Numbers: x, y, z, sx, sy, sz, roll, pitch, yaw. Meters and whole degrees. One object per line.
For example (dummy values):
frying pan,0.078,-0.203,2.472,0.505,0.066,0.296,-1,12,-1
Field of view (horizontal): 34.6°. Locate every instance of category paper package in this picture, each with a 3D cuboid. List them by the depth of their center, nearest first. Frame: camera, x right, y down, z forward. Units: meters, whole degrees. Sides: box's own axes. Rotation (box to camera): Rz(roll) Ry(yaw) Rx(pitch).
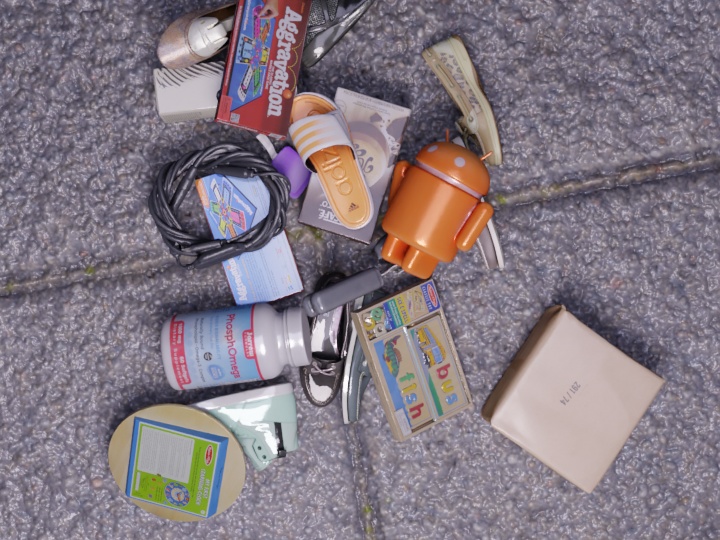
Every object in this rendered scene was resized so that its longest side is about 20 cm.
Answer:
paper package,0.302,0.184,1.666,0.190,0.103,0.201,35,88,-2

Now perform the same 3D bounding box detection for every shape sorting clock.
shape sorting clock,-0.260,0.273,1.642,0.198,0.039,0.201,4,116,9

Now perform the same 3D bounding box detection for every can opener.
can opener,0.000,0.000,1.633,0.199,0.053,0.067,-24,93,-33

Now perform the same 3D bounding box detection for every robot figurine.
robot figurine,0.103,-0.092,1.593,0.116,0.144,0.201,26,95,-18

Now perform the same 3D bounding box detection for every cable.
cable,-0.196,-0.099,1.639,0.199,0.051,0.164,-22,86,0

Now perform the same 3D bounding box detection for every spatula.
spatula,-0.138,-0.185,1.640,0.057,0.020,0.200,-53,127,-16

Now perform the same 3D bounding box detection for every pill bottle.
pill bottle,-0.173,0.104,1.627,0.198,0.109,0.110,-8,91,5

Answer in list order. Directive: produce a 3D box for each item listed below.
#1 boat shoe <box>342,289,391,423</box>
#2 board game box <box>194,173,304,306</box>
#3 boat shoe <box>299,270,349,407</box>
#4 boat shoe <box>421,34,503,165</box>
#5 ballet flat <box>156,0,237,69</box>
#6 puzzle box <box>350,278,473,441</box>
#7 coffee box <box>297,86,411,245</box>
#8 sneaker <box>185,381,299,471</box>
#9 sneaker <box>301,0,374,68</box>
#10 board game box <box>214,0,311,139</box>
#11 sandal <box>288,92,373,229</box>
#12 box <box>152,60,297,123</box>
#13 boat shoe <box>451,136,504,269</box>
boat shoe,0.010,0.124,1.667,0.061,0.073,0.202,8,85,0
board game box,-0.160,-0.050,1.676,0.102,0.019,0.201,-18,91,-4
boat shoe,-0.052,0.100,1.670,0.066,0.057,0.202,7,90,-3
boat shoe,0.152,-0.240,1.677,0.062,0.073,0.201,-22,81,3
ballet flat,-0.196,-0.340,1.610,0.200,0.067,0.068,-39,117,-34
puzzle box,0.077,0.128,1.658,0.132,0.025,0.201,-24,100,-24
coffee box,-0.009,-0.147,1.659,0.112,0.080,0.201,16,89,-1
sneaker,-0.185,0.236,1.655,0.199,0.074,0.119,-11,88,-4
sneaker,-0.041,-0.399,1.659,0.199,0.076,0.114,-43,98,3
board game box,-0.133,-0.289,1.586,0.102,0.019,0.202,13,80,-21
sandal,-0.040,-0.156,1.587,0.079,0.059,0.208,-28,84,7
box,-0.191,-0.260,1.651,0.198,0.082,0.069,-8,89,-4
boat shoe,0.154,-0.091,1.675,0.059,0.072,0.201,-20,88,3
